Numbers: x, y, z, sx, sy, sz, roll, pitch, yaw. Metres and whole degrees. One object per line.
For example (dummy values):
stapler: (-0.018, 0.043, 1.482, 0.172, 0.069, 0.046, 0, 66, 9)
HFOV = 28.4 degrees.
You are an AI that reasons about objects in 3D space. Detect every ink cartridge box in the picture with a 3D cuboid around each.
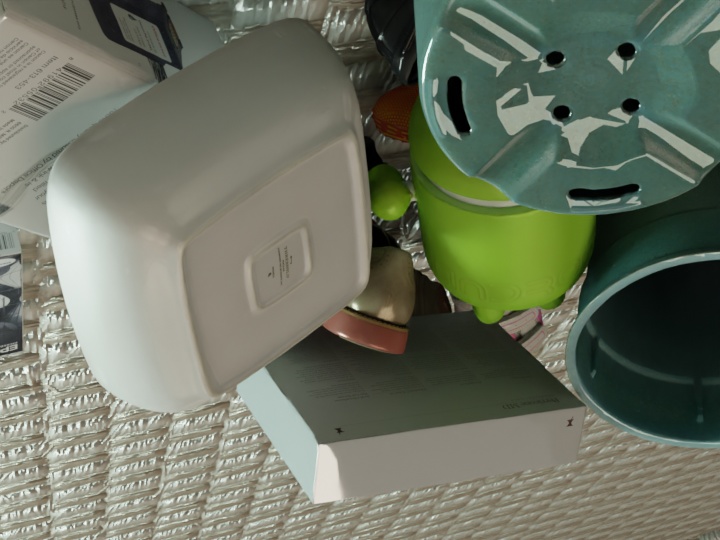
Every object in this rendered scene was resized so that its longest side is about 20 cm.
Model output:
ink cartridge box: (-0.180, -0.100, 0.782, 0.144, 0.085, 0.200, -30, 154, 23)
ink cartridge box: (-0.296, 0.029, 1.034, 0.099, 0.039, 0.200, -12, 156, -18)

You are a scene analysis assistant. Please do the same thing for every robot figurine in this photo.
robot figurine: (0.092, -0.055, 0.902, 0.175, 0.116, 0.200, -12, 140, 0)

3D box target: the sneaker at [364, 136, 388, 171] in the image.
sneaker: (-0.051, -0.081, 0.957, 0.087, 0.076, 0.200, -33, 163, 20)

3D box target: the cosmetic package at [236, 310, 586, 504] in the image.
cosmetic package: (0.032, 0.089, 0.987, 0.199, 0.151, 0.052, -5, 114, -23)

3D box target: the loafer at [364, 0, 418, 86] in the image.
loafer: (0.086, -0.182, 0.829, 0.200, 0.071, 0.068, -35, 152, 32)

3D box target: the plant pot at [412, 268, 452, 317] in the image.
plant pot: (0.030, 0.066, 1.147, 0.092, 0.202, 0.201, -10, 158, 10)

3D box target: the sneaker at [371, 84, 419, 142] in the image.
sneaker: (0.101, -0.136, 0.969, 0.199, 0.073, 0.077, -16, 131, -8)

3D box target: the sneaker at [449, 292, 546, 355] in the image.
sneaker: (0.116, 0.035, 1.154, 0.081, 0.089, 0.200, -15, 168, 5)

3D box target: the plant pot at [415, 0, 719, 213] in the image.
plant pot: (0.105, -0.145, 0.663, 0.199, 0.197, 0.201, 4, 137, 3)

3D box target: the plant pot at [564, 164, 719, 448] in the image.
plant pot: (0.240, -0.015, 0.989, 0.199, 0.197, 0.201, 3, 138, 3)

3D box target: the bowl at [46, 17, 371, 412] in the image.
bowl: (-0.067, -0.018, 0.804, 0.199, 0.075, 0.201, -35, 143, -27)

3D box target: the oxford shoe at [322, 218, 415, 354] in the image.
oxford shoe: (0.000, 0.000, 0.980, 0.070, 0.075, 0.200, 17, -174, -20)
